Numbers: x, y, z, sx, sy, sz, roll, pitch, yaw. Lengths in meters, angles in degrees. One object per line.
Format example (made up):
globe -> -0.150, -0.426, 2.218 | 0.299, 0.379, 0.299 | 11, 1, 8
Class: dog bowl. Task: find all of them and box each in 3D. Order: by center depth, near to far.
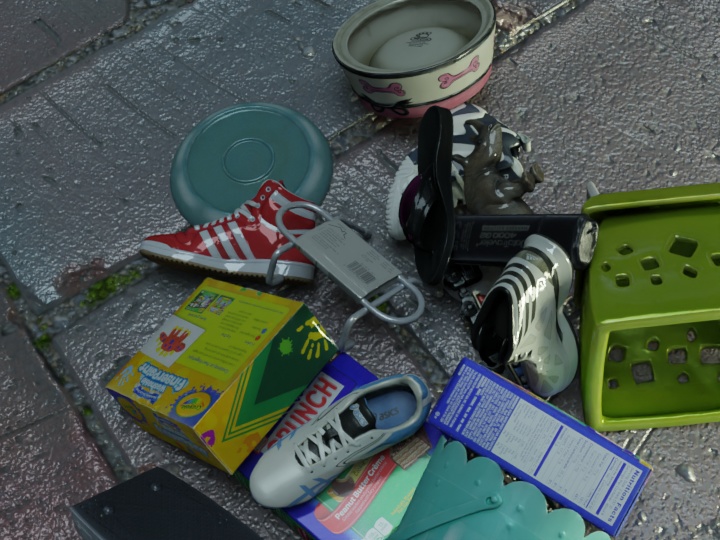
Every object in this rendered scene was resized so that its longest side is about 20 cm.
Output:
dog bowl -> 0.069, -0.257, 1.480 | 0.197, 0.074, 0.201 | -11, 38, 8

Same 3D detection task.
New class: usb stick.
usb stick -> 0.158, -0.030, 1.251 | 0.199, 0.032, 0.056 | 3, 79, 53

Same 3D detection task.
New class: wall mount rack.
wall mount rack -> 0.000, 0.000, 1.332 | 0.200, 0.075, 0.173 | 41, 47, 23

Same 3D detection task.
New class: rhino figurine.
rhino figurine -> 0.155, -0.077, 1.331 | 0.087, 0.060, 0.202 | -35, 72, 29

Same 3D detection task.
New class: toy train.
toy train -> 0.135, 0.054, 1.327 | 0.045, 0.034, 0.202 | -23, 74, -8

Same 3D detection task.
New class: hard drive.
hard drive -> -0.173, 0.272, 1.201 | 0.199, 0.043, 0.134 | 29, 28, 28

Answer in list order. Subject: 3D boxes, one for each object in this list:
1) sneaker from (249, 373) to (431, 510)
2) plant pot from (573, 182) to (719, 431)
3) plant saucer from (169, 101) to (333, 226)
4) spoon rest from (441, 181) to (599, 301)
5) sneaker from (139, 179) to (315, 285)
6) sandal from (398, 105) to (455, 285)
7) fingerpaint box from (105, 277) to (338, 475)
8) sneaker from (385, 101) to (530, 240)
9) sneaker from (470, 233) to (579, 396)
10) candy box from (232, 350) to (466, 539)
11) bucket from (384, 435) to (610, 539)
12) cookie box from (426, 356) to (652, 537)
sneaker -> -0.021, 0.158, 1.190 | 0.199, 0.073, 0.072 | -30, 63, -11
plant pot -> 0.313, 0.030, 1.258 | 0.197, 0.200, 0.183 | -6, 52, 2
plant saucer -> -0.132, -0.125, 1.480 | 0.197, 0.028, 0.202 | -2, 60, 4
spoon rest -> 0.180, -0.028, 1.386 | 0.198, 0.061, 0.100 | -25, 59, 6
sneaker -> -0.144, -0.050, 1.393 | 0.197, 0.071, 0.114 | 7, 84, 1
sandal -> 0.066, -0.081, 1.334 | 0.047, 0.075, 0.203 | 8, 69, -21
fingerpaint box -> -0.144, 0.102, 1.266 | 0.167, 0.074, 0.199 | -49, 31, -21
sneaker -> 0.123, -0.099, 1.409 | 0.128, 0.080, 0.199 | 22, 54, 26
sneaker -> 0.150, 0.070, 1.205 | 0.075, 0.202, 0.115 | 28, 55, 35
candy box -> -0.018, 0.191, 1.256 | 0.199, 0.077, 0.169 | 35, 69, 24
bucket -> 0.121, 0.259, 1.130 | 0.206, 0.207, 0.136 | 30, 80, 20
cookie box -> 0.176, 0.168, 1.187 | 0.199, 0.171, 0.076 | 30, 89, 15
